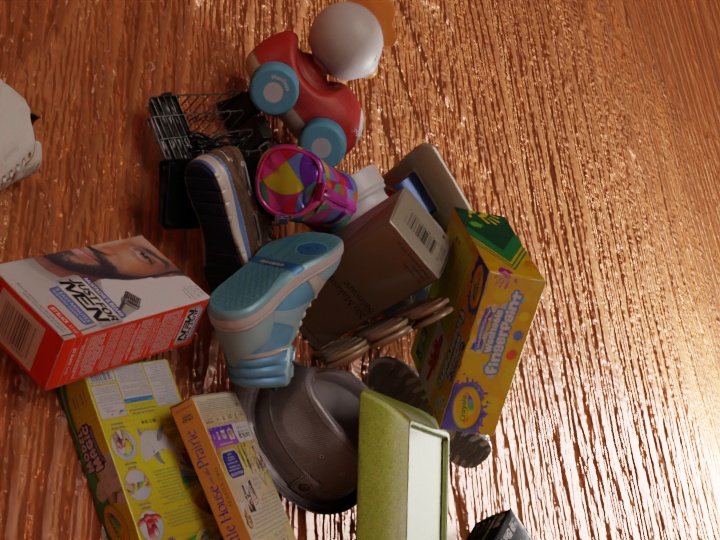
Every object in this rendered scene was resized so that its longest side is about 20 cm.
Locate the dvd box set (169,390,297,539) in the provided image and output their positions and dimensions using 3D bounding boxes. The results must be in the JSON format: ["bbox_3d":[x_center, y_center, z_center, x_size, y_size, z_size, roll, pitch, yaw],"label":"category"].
[{"bbox_3d":[-0.116,0.218,1.247,0.202,0.029,0.146,66,9,7],"label":"dvd box set"}]

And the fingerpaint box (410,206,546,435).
[{"bbox_3d":[0.131,0.057,1.452,0.072,0.203,0.167,9,24,-15],"label":"fingerpaint box"}]

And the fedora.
[{"bbox_3d":[-0.040,0.167,1.384,0.200,0.090,0.178,47,35,-18],"label":"fedora"}]

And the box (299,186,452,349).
[{"bbox_3d":[0.000,0.000,1.467,0.095,0.199,0.078,46,35,-15],"label":"box"}]

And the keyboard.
[{"bbox_3d":[-0.156,-0.104,1.414,0.199,0.039,0.106,-7,106,-53],"label":"keyboard"}]

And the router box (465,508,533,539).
[{"bbox_3d":[0.168,0.402,1.498,0.151,0.062,0.200,56,34,-7],"label":"router box"}]

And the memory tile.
[{"bbox_3d":[0.024,0.069,1.422,0.017,0.152,0.200,63,-7,-1],"label":"memory tile"}]

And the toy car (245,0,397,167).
[{"bbox_3d":[-0.024,-0.255,1.588,0.177,0.199,0.185,48,13,-15],"label":"toy car"}]

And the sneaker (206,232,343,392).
[{"bbox_3d":[-0.084,0.049,1.343,0.199,0.079,0.132,-36,130,-43],"label":"sneaker"}]

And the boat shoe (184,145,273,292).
[{"bbox_3d":[-0.129,-0.038,1.378,0.072,0.071,0.203,-36,128,-42],"label":"boat shoe"}]

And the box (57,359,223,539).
[{"bbox_3d":[-0.201,0.189,1.200,0.117,0.048,0.202,-2,64,-53],"label":"box"}]

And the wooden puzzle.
[{"bbox_3d":[0.086,-0.055,1.654,0.046,0.200,0.187,-30,89,-22],"label":"wooden puzzle"}]

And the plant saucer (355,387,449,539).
[{"bbox_3d":[0.053,0.240,1.380,0.199,0.047,0.204,31,58,-65],"label":"plant saucer"}]

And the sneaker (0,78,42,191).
[{"bbox_3d":[-0.345,-0.101,1.211,0.084,0.072,0.202,32,41,-30],"label":"sneaker"}]

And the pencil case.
[{"bbox_3d":[-0.057,-0.088,1.423,0.089,0.088,0.200,63,9,6],"label":"pencil case"}]

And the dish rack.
[{"bbox_3d":[-0.171,-0.139,1.487,0.199,0.054,0.155,-13,74,-53],"label":"dish rack"}]

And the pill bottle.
[{"bbox_3d":[0.029,-0.023,1.597,0.202,0.119,0.119,59,34,1],"label":"pill bottle"}]

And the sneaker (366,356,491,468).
[{"bbox_3d":[0.077,0.169,1.574,0.200,0.075,0.082,42,14,-26],"label":"sneaker"}]

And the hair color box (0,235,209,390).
[{"bbox_3d":[-0.251,0.034,1.203,0.111,0.064,0.199,39,27,21],"label":"hair color box"}]
